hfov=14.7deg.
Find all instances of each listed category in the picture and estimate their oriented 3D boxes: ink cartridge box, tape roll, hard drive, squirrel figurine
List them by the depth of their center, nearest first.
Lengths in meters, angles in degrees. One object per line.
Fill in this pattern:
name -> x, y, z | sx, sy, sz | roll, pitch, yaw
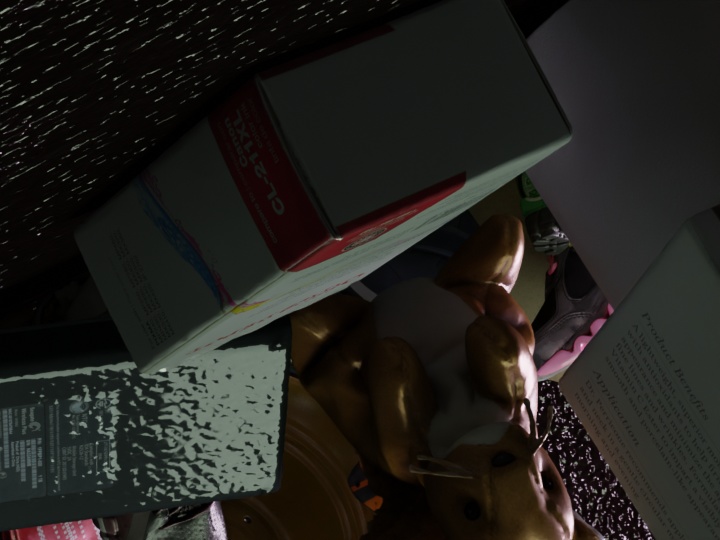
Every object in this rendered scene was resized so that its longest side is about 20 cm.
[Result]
ink cartridge box -> -0.023, -0.039, 1.282 | 0.146, 0.083, 0.200 | -25, 175, -35
tape roll -> 0.185, -0.082, 1.460 | 0.203, 0.139, 0.203 | -30, 165, -9
hard drive -> -0.138, 0.081, 1.502 | 0.200, 0.033, 0.140 | -7, 137, -12
squirrel figurine -> 0.057, 0.107, 1.508 | 0.141, 0.187, 0.200 | -17, 138, -18

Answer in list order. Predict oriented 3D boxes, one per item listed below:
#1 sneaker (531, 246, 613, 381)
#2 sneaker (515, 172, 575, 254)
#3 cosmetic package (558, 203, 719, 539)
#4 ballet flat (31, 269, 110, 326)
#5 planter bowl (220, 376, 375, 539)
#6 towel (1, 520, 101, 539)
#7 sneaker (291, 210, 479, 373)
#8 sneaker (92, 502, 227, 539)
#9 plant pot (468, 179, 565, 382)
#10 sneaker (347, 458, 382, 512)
sneaker -> 0.140, -0.028, 1.666 | 0.200, 0.095, 0.079 | -55, -178, -8
sneaker -> 0.182, -0.081, 1.601 | 0.200, 0.085, 0.078 | -18, 166, 2
cosmetic package -> 0.232, 0.052, 1.394 | 0.165, 0.165, 0.200 | -25, 165, -25
ballet flat -> -0.087, -0.002, 1.500 | 0.200, 0.067, 0.064 | -30, 145, 7
planter bowl -> -0.076, 0.167, 1.781 | 0.200, 0.200, 0.083 | -24, 163, -36
towel -> -0.155, 0.115, 1.783 | 0.022, 0.145, 0.200 | 21, -140, 41
sneaker -> 0.000, 0.001, 1.650 | 0.077, 0.202, 0.146 | -53, -160, 32
sneaker -> -0.113, 0.113, 1.621 | 0.076, 0.200, 0.115 | -38, -154, -26
plant pot -> 0.110, -0.021, 1.780 | 0.134, 0.201, 0.200 | -1, 166, -22
sneaker -> 0.019, 0.086, 1.751 | 0.078, 0.200, 0.112 | -19, 166, -39
